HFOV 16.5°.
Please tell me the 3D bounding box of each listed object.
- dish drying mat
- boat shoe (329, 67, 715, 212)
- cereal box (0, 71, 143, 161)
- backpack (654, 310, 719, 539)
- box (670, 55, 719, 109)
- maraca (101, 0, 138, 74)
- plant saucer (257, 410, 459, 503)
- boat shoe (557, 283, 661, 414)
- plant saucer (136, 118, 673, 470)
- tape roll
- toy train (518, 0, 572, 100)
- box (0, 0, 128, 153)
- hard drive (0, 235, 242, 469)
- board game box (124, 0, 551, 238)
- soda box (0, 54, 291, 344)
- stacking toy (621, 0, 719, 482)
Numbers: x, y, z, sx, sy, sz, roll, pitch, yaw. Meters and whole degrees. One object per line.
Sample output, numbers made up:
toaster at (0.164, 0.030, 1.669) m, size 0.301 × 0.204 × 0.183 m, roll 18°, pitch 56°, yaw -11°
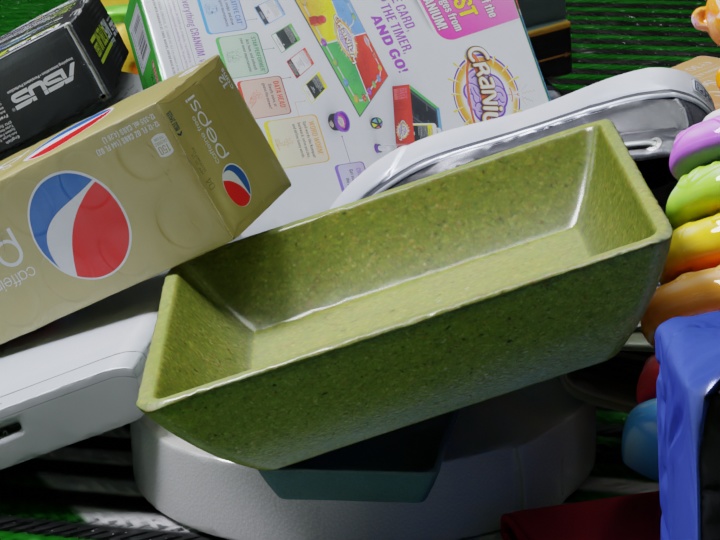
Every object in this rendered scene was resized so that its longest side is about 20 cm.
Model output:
dish drying mat at (0.159, 0.100, 0.952) m, size 0.198 × 0.018 × 0.077 m, roll -6°, pitch 18°, yaw -14°
boat shoe at (0.067, -0.023, 1.105) m, size 0.199 × 0.072 × 0.068 m, roll -19°, pitch 35°, yaw 20°
cereal box at (-0.175, -0.048, 1.314) m, size 0.199 × 0.040 × 0.144 m, roll 14°, pitch 56°, yaw 39°
backpack at (0.195, 0.079, 0.781) m, size 0.198 × 0.164 × 0.168 m, roll -3°, pitch 15°, yaw 0°
box at (0.198, -0.025, 1.181) m, size 0.199 × 0.107 × 0.152 m, roll 13°, pitch 24°, yaw 41°
maraca at (-0.108, -0.105, 1.434) m, size 0.198 × 0.137 × 0.108 m, roll -8°, pitch 54°, yaw 6°
plant saucer at (0.011, 0.049, 1.010) m, size 0.069 × 0.019 × 0.200 m, roll 0°, pitch 18°, yaw 10°
boat shoe at (0.169, 0.043, 1.034) m, size 0.198 × 0.072 × 0.062 m, roll 8°, pitch 40°, yaw -3°
plant saucer at (0.020, 0.013, 0.963) m, size 0.198 × 0.048 × 0.200 m, roll -18°, pitch 14°, yaw 4°
tape roll at (0.001, 0.063, 1.056) m, size 0.201 × 0.037 × 0.203 m, roll -3°, pitch 17°, yaw 1°
toy train at (0.052, -0.136, 1.522) m, size 0.085 × 0.115 × 0.199 m, roll -15°, pitch 21°, yaw -34°
box at (-0.213, -0.069, 1.227) m, size 0.199 × 0.048 × 0.193 m, roll -28°, pitch 13°, yaw 2°
hard drive at (-0.131, 0.037, 1.103) m, size 0.131 × 0.027 × 0.200 m, roll -21°, pitch 14°, yaw 16°
board game box at (-0.005, -0.085, 1.260) m, size 0.199 × 0.154 × 0.040 m, roll -9°, pitch -23°, yaw -19°
soda box at (-0.133, -0.020, 1.087) m, size 0.199 × 0.068 × 0.064 m, roll -23°, pitch 13°, yaw 30°
stacking toy at (0.154, -0.022, 0.939) m, size 0.115 × 0.202 × 0.110 m, roll -1°, pitch -15°, yaw 3°
